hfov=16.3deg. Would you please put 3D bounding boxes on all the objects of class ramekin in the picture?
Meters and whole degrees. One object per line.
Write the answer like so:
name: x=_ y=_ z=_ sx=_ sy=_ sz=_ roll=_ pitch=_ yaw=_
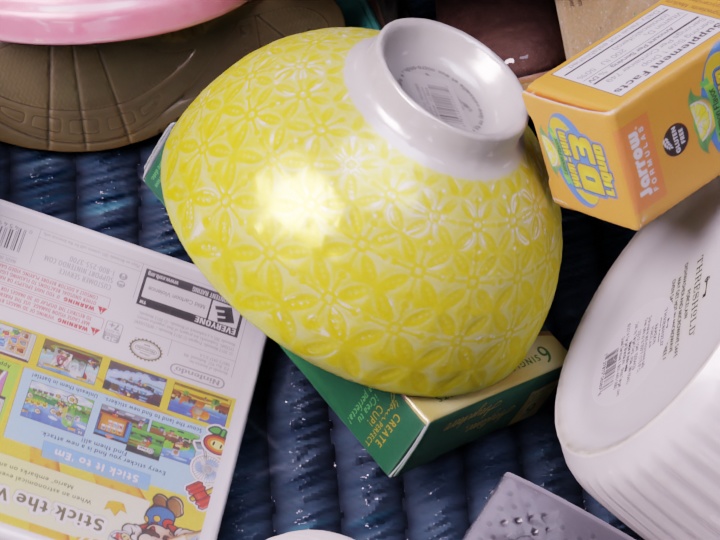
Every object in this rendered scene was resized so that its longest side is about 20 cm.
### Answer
ramekin: x=0.177 y=0.042 z=1.145 sx=0.105 sy=0.200 sz=0.201 roll=32 pitch=46 yaw=-17

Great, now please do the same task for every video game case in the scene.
video game case: x=-0.150 y=0.051 z=1.148 sx=0.199 sy=0.023 sz=0.183 roll=19 pitch=48 yaw=-7

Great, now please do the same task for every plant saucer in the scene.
plant saucer: x=-0.142 y=-0.174 z=1.259 sx=0.199 sy=0.051 sz=0.201 roll=1 pitch=29 yaw=0

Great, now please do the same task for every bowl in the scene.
bowl: x=0.019 y=-0.051 z=1.159 sx=0.199 sy=0.108 sz=0.201 roll=20 pitch=39 yaw=-17

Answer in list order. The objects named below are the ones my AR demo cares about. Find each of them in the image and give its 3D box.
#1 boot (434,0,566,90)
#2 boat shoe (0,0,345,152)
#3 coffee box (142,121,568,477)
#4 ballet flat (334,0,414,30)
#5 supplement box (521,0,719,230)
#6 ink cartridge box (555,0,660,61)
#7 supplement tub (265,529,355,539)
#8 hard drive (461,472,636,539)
boot: x=0.059 y=-0.185 z=1.294 sx=0.072 sy=0.167 sz=0.200 roll=-12 pitch=24 yaw=3
boat shoe: x=-0.109 y=-0.110 z=1.269 sx=0.199 sy=0.072 sz=0.066 roll=-12 pitch=25 yaw=-13
coffee box: x=0.000 y=0.000 z=1.215 sx=0.123 sy=0.044 sz=0.200 roll=-16 pitch=59 yaw=-47
ballet flat: x=-0.003 y=-0.146 z=1.336 sx=0.068 sy=0.068 sz=0.201 roll=20 pitch=48 yaw=-54
supplement box: x=0.172 y=-0.097 z=1.153 sx=0.199 sy=0.067 sz=0.069 roll=-33 pitch=31 yaw=-21
ink cartridge box: x=0.142 y=-0.159 z=1.302 sx=0.075 sy=0.165 sz=0.201 roll=-14 pitch=66 yaw=12
supplement tub: x=-0.061 y=0.204 z=0.973 sx=0.199 sy=0.145 sz=0.145 roll=-28 pitch=66 yaw=-36
hard drive: x=0.115 y=0.193 z=1.103 sx=0.199 sy=0.042 sz=0.135 roll=32 pitch=60 yaw=6
